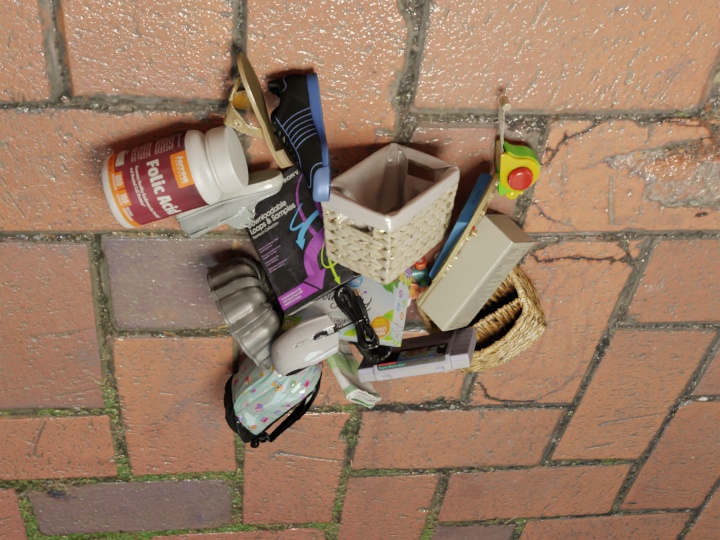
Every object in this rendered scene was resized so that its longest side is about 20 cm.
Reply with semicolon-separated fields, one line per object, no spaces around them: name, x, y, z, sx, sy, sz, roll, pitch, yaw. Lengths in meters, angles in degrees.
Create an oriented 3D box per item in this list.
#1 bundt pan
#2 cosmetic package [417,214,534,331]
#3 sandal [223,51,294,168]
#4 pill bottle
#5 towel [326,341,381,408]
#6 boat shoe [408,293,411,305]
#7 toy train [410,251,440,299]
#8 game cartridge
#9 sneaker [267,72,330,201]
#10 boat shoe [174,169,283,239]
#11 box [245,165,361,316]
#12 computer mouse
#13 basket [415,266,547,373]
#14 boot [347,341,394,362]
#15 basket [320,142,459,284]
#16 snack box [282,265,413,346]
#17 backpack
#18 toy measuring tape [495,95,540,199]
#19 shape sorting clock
bundt pan;-0.175;0.063;1.556;0.075;0.203;0.203;-30;134;5
cosmetic package;0.197;0.004;1.570;0.201;0.073;0.103;-54;156;21
sandal;-0.164;-0.219;1.343;0.068;0.079;0.213;-16;142;10
pill bottle;-0.276;-0.143;1.375;0.196;0.115;0.115;-16;136;9
towel;-0.035;0.144;1.623;0.030;0.202;0.149;-31;159;8
boat shoe;0.000;0.000;1.552;0.198;0.070;0.067;26;123;24
toy train;0.066;-0.015;1.602;0.198;0.056;0.150;24;128;-29
game cartridge;0.099;0.145;1.596;0.196;0.130;0.039;-10;101;15
sneaker;-0.087;-0.187;1.306;0.076;0.204;0.070;-8;159;-3
boat shoe;-0.201;-0.101;1.449;0.198;0.070;0.072;-17;111;21
box;-0.101;-0.050;1.456;0.142;0.203;0.036;-29;172;24
computer mouse;-0.070;0.110;1.437;0.198;0.111;0.044;-30;166;24
basket;0.218;0.082;1.661;0.198;0.144;0.149;-30;133;22
boot;0.013;0.099;1.606;0.210;0.157;0.080;26;98;-53
basket;0.044;-0.087;1.385;0.134;0.199;0.125;24;129;27
snack box;-0.021;0.040;1.482;0.197;0.145;0.053;4;169;28
backpack;-0.166;0.214;1.740;0.199;0.168;0.126;-37;125;19
toy measuring tape;0.249;-0.190;1.438;0.072;0.074;0.202;-7;137;0
shape sorting clock;0.168;-0.067;1.469;0.039;0.201;0.202;27;132;3
